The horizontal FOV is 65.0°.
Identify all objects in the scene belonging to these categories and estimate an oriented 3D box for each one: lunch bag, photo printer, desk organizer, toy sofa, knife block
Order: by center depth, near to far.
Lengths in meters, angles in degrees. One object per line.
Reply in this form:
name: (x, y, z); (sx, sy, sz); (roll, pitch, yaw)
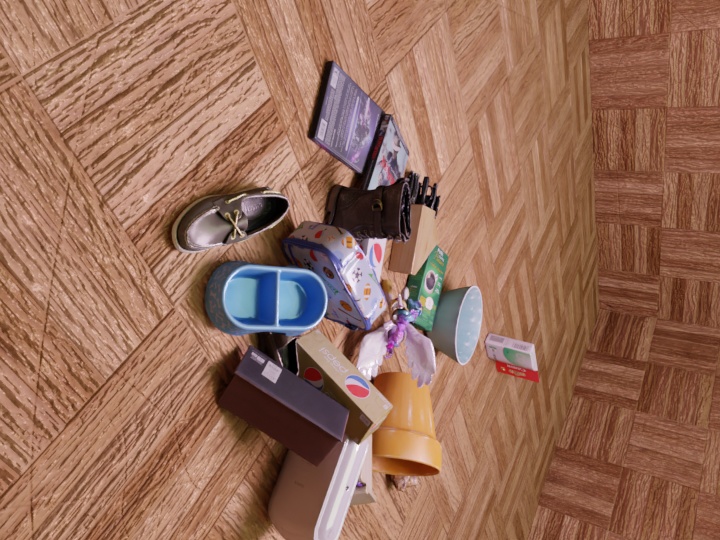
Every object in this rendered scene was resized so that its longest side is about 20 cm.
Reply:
desk organizer: (-0.122, 0.219, 0.905); (0.077, 0.198, 0.072); (-51, -171, 27)
lunch bag: (-0.048, 0.014, 0.977); (0.076, 0.158, 0.203); (-47, 131, -30)
photo printer: (-0.081, 0.376, 0.997); (0.069, 0.164, 0.204); (34, 69, -34)
toy sofa: (-0.020, 0.333, 1.081); (0.099, 0.081, 0.204); (63, 20, -45)
knife block: (0.120, -0.116, 1.285); (0.201, 0.063, 0.179); (-50, 135, -39)

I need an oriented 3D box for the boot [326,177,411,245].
boot: (0.014, -0.068, 1.032); (0.069, 0.170, 0.207); (-7, 102, -55)

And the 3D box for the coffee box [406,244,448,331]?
coffee box: (0.160, 0.038, 1.397); (0.122, 0.043, 0.206); (30, 72, -56)

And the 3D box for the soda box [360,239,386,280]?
soda box: (0.000, 0.000, 1.126); (0.068, 0.062, 0.206); (13, 86, -57)

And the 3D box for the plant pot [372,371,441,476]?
plant pot: (0.082, 0.331, 1.230); (0.200, 0.195, 0.188); (46, 44, -50)

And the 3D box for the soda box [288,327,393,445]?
soda box: (-0.042, 0.198, 0.984); (0.067, 0.200, 0.065); (-21, 149, -53)

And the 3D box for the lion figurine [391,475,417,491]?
lion figurine: (0.103, 0.440, 1.360); (0.124, 0.071, 0.203); (-58, 148, -33)

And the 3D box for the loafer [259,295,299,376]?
loafer: (-0.128, 0.095, 0.942); (0.072, 0.069, 0.206); (-26, 118, -51)

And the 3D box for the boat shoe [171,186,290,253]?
boat shoe: (-0.184, -0.077, 0.828); (0.201, 0.059, 0.074); (-34, 124, -49)

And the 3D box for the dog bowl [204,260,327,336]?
dog bowl: (-0.136, 0.043, 0.869); (0.196, 0.049, 0.115); (5, 83, -34)

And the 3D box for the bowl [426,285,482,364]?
bowl: (0.240, 0.133, 1.482); (0.199, 0.103, 0.207); (-26, 120, -55)

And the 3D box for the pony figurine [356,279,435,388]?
pony figurine: (0.073, 0.126, 1.180); (0.200, 0.161, 0.199); (-91, -177, -79)

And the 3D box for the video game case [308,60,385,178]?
video game case: (-0.020, -0.279, 1.076); (0.199, 0.019, 0.147); (25, 76, -57)

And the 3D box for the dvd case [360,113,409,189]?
dvd case: (0.050, -0.197, 1.179); (0.146, 0.021, 0.205); (47, 56, -61)

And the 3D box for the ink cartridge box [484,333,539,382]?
ink cartridge box: (0.507, 0.307, 1.885); (0.050, 0.158, 0.203); (-49, 136, -35)
